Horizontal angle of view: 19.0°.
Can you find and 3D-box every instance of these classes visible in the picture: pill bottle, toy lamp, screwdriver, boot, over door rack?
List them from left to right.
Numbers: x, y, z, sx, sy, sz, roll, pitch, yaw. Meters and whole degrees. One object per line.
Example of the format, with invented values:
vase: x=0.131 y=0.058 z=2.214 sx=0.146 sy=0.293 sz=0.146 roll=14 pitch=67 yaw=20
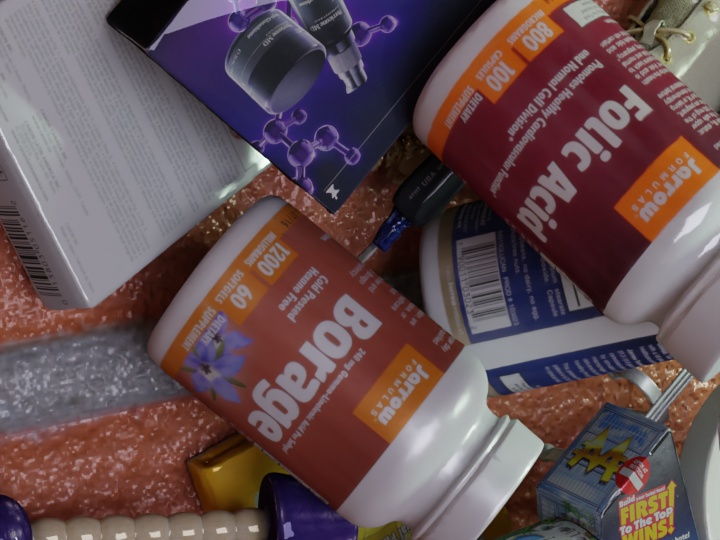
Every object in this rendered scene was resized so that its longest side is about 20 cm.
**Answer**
toy lamp: x=-0.100 y=0.140 z=1.158 sx=0.198 sy=0.058 sz=0.059 roll=-2 pitch=101 yaw=-17
pill bottle: x=-0.005 y=0.062 z=1.142 sx=0.200 sy=0.112 sz=0.112 roll=38 pitch=79 yaw=2
screwdriver: x=0.000 y=0.000 z=1.201 sx=0.029 sy=0.028 sz=0.200 roll=39 pitch=98 yaw=-7
pill bottle: x=0.142 y=0.000 z=1.201 sx=0.198 sy=0.111 sz=0.112 roll=-13 pitch=111 yaw=19
pill bottle: x=0.132 y=-0.046 z=1.086 sx=0.114 sy=0.114 sz=0.200 roll=-43 pitch=77 yaw=-15
boot: x=0.161 y=-0.127 z=1.250 sx=0.155 sy=0.072 sz=0.200 roll=-57 pitch=140 yaw=-9
over door rack: x=0.196 y=0.118 z=1.343 sx=0.148 sy=0.066 sz=0.200 roll=-48 pitch=131 yaw=-13

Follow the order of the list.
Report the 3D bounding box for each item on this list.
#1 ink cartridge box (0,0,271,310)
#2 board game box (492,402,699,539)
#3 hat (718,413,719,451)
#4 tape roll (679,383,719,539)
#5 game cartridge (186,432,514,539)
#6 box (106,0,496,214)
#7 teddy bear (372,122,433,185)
ink cartridge box: x=-0.123 y=-0.100 z=1.143 sx=0.200 sy=0.047 sz=0.161 roll=-42 pitch=117 yaw=-35
board game box: x=0.123 y=0.188 z=1.222 sx=0.199 sy=0.062 sz=0.202 roll=-16 pitch=110 yaw=-31
hat: x=0.225 y=-0.041 z=1.273 sx=0.175 sy=0.200 sz=0.166 roll=-29 pitch=116 yaw=0
tape roll: x=0.282 y=0.143 z=1.291 sx=0.201 sy=0.037 sz=0.205 roll=4 pitch=80 yaw=-22
game cartridge: x=0.008 y=0.161 z=1.260 sx=0.175 sy=0.032 sz=0.202 roll=-27 pitch=110 yaw=-22
box: x=-0.009 y=-0.154 z=1.104 sx=0.141 sy=0.079 sz=0.200 roll=39 pitch=90 yaw=-30
teddy bear: x=0.027 y=-0.143 z=1.202 sx=0.144 sy=0.067 sz=0.202 roll=-11 pitch=111 yaw=-22
